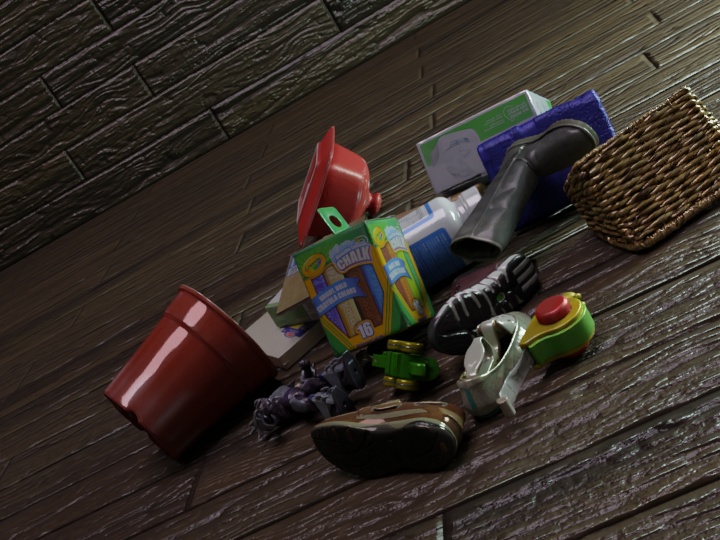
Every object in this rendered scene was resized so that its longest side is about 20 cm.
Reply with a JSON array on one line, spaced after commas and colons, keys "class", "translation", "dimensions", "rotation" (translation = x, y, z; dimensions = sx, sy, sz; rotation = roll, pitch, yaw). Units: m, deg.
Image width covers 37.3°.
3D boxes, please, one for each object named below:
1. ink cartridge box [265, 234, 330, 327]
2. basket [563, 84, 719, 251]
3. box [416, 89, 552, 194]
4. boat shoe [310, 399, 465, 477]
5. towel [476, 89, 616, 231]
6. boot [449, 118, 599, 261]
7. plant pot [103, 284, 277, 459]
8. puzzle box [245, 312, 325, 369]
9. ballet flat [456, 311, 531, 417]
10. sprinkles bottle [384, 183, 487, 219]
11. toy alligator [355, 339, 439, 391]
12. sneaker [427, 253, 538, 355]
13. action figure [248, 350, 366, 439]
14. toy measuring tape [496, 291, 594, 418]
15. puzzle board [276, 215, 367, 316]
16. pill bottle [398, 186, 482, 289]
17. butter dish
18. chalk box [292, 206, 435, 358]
[{"class": "ink cartridge box", "translation": [-0.048, 0.005, 1.737], "dimensions": [0.145, 0.048, 0.200], "rotation": [-13, 27, 42]}, {"class": "basket", "translation": [0.389, -0.115, 1.411], "dimensions": [0.200, 0.149, 0.143], "rotation": [-35, -13, -7]}, {"class": "box", "translation": [0.217, -0.200, 1.734], "dimensions": [0.199, 0.097, 0.176], "rotation": [-24, -6, 22]}, {"class": "boat shoe", "translation": [0.036, 0.188, 1.230], "dimensions": [0.199, 0.076, 0.074], "rotation": [-6, 27, 37]}, {"class": "towel", "translation": [0.289, -0.162, 1.587], "dimensions": [0.199, 0.148, 0.050], "rotation": [-26, -11, 19]}, {"class": "boot", "translation": [0.223, -0.108, 1.470], "dimensions": [0.200, 0.073, 0.182], "rotation": [-51, 16, -31]}, {"class": "plant pot", "translation": [-0.262, 0.161, 1.587], "dimensions": [0.195, 0.201, 0.201], "rotation": [-48, 23, -16]}, {"class": "puzzle box", "translation": [-0.121, 0.099, 1.737], "dimensions": [0.133, 0.025, 0.200], "rotation": [-40, 21, -21]}, {"class": "ballet flat", "translation": [0.160, 0.092, 1.267], "dimensions": [0.067, 0.062, 0.200], "rotation": [-21, 23, 29]}, {"class": "sprinkles bottle", "translation": [0.121, -0.080, 1.726], "dimensions": [0.199, 0.068, 0.068], "rotation": [-19, 24, 33]}, {"class": "toy alligator", "translation": [0.055, 0.122, 1.386], "dimensions": [0.054, 0.060, 0.200], "rotation": [8, -3, -22]}, {"class": "sneaker", "translation": [0.138, 0.052, 1.403], "dimensions": [0.200, 0.076, 0.115], "rotation": [-33, 12, -33]}, {"class": "action figure", "translation": [-0.080, 0.169, 1.447], "dimensions": [0.200, 0.069, 0.130], "rotation": [-18, 29, 43]}, {"class": "toy measuring tape", "translation": [0.215, 0.086, 1.191], "dimensions": [0.073, 0.074, 0.200], "rotation": [-15, 26, 40]}, {"class": "puzzle board", "translation": [-0.056, -0.008, 1.694], "dimensions": [0.150, 0.017, 0.200], "rotation": [-28, 22, 17]}, {"class": "pill bottle", "translation": [0.105, -0.039, 1.590], "dimensions": [0.199, 0.112, 0.112], "rotation": [-30, 20, 6]}, {"class": "butter dish", "translation": [-0.032, -0.144, 2.019], "dimensions": [0.200, 0.147, 0.200], "rotation": [-94, 23, -66]}, {"class": "chalk box", "translation": [0.000, 0.000, 1.482], "dimensions": [0.124, 0.201, 0.125], "rotation": [-23, -3, 24]}]
